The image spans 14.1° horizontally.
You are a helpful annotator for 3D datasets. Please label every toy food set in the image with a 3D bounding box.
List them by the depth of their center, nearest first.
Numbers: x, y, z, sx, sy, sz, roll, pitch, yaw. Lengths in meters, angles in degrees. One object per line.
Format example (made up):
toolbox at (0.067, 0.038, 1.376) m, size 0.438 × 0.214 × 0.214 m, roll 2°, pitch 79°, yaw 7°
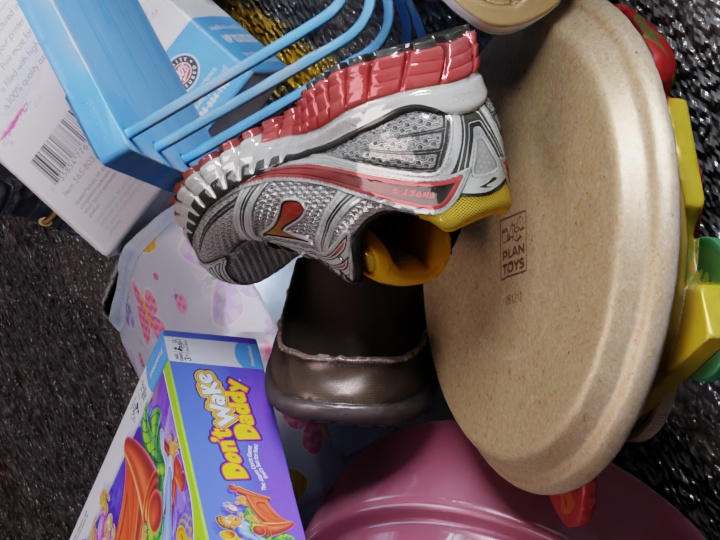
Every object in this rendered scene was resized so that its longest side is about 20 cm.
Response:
toy food set at (0.078, -0.007, 1.117) m, size 0.200 × 0.048 × 0.199 m, roll 133°, pitch 135°, yaw -55°

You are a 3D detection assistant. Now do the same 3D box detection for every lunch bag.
lunch bag at (-0.031, 0.048, 1.376) m, size 0.170 × 0.127 × 0.200 m, roll 61°, pitch 168°, yaw 11°

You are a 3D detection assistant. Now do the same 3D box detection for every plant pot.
plant pot at (0.042, 0.193, 1.194) m, size 0.199 × 0.179 × 0.200 m, roll 16°, pitch 136°, yaw 16°

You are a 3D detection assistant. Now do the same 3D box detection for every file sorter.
file sorter at (-0.060, -0.120, 1.175) m, size 0.139 × 0.122 × 0.200 m, roll 62°, pitch -174°, yaw 8°

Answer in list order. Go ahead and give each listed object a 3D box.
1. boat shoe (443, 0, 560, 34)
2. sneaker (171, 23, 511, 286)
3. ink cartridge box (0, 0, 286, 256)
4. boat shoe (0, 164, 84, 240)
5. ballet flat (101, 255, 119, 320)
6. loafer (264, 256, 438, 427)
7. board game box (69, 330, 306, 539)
boat shoe at (0.020, -0.165, 1.132) m, size 0.200 × 0.071 × 0.069 m, roll 61°, pitch 163°, yaw 23°
sneaker at (-0.010, -0.025, 1.133) m, size 0.200 × 0.078 × 0.082 m, roll -30°, pitch 80°, yaw 60°
ink cartridge box at (-0.148, -0.115, 1.375) m, size 0.200 × 0.115 × 0.068 m, roll 42°, pitch -166°, yaw 8°
boat shoe at (-0.139, -0.086, 1.467) m, size 0.200 × 0.091 × 0.071 m, roll 114°, pitch 159°, yaw -46°
ballet flat at (-0.095, -0.017, 1.533) m, size 0.067 × 0.057 × 0.200 m, roll 60°, pitch 157°, yaw 18°
loafer at (0.000, 0.000, 1.229) m, size 0.200 × 0.073 × 0.071 m, roll -79°, pitch -9°, yaw -63°
board game box at (-0.084, 0.143, 1.239) m, size 0.135 × 0.045 × 0.200 m, roll -106°, pitch 32°, yaw -42°
